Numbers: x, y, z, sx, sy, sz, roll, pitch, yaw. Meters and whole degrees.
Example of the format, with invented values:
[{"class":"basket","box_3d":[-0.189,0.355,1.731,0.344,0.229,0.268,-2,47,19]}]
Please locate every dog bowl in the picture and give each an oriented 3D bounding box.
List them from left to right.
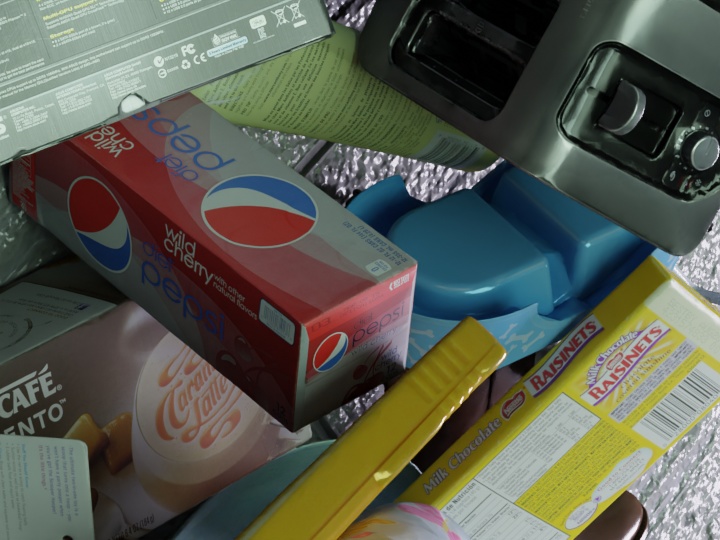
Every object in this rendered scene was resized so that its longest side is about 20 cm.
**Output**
[{"class":"dog bowl","box_3d":[0.080,-0.011,1.188,0.200,0.111,0.050,-23,139,-28]}]

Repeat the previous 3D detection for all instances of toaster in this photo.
[{"class":"toaster","box_3d":[0.112,-0.132,1.122,0.119,0.200,0.181,25,98,-37]}]

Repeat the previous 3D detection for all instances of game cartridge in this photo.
[{"class":"game cartridge","box_3d":[-0.037,0.117,0.990,0.032,0.176,0.200,46,61,3]}]

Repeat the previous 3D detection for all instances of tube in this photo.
[{"class":"tube","box_3d":[-0.009,-0.092,1.180,0.200,0.052,0.058,11,76,-42]}]

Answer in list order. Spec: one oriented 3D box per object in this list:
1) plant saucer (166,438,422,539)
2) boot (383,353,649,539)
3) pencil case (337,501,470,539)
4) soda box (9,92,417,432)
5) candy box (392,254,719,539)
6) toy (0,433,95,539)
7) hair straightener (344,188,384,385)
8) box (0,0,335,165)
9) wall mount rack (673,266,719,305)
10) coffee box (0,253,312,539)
[{"class":"plant saucer","box_3d":[-0.047,0.166,1.198,0.201,0.039,0.202,-21,126,-31]},{"class":"boot","box_3d":[0.087,0.085,1.277,0.186,0.064,0.201,-21,124,-34]},{"class":"pencil case","box_3d":[0.011,0.158,1.076,0.083,0.200,0.091,-24,87,6]},{"class":"soda box","box_3d":[-0.067,-0.018,1.039,0.070,0.200,0.064,-28,141,-34]},{"class":"candy box","box_3d":[0.103,0.086,1.197,0.200,0.026,0.102,-44,134,11]},{"class":"toy","box_3d":[-0.202,0.098,0.978,0.047,0.199,0.115,-80,171,-57]},{"class":"hair straightener","box_3d":[0.000,0.000,1.215,0.200,0.041,0.077,38,75,-41]},{"class":"box","box_3d":[-0.128,-0.138,1.006,0.200,0.048,0.159,-24,100,-20]},{"class":"wall mount rack","box_3d":[0.191,-0.075,1.345,0.174,0.074,0.200,43,71,-39]},{"class":"coffee box","box_3d":[-0.128,0.062,1.088,0.200,0.080,0.115,-27,117,-34]}]
